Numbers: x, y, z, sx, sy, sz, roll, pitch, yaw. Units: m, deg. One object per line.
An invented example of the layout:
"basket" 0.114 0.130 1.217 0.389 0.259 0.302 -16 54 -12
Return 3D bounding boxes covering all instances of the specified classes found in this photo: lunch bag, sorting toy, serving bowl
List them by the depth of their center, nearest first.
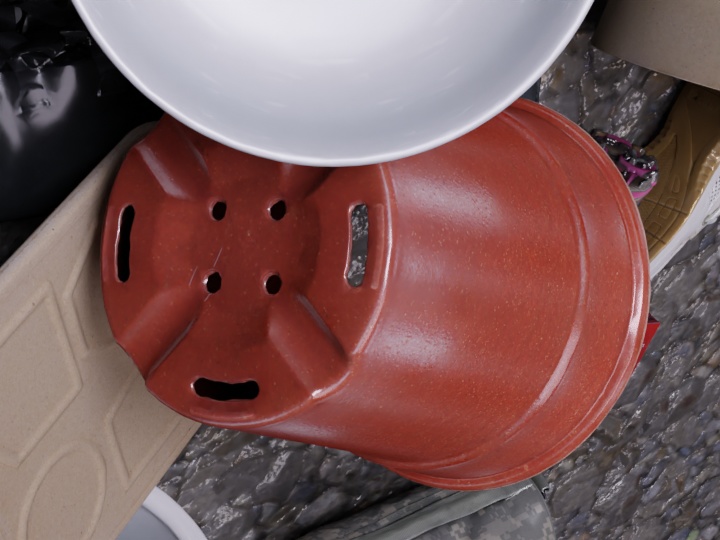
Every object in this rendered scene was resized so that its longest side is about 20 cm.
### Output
"serving bowl" -0.011 -0.141 0.554 0.200 0.066 0.200 -1 105 -6
"sorting toy" -0.133 0.054 0.718 0.200 0.036 0.185 -49 145 -37
"lunch bag" 0.035 0.223 1.054 0.200 0.139 0.168 -18 134 -28

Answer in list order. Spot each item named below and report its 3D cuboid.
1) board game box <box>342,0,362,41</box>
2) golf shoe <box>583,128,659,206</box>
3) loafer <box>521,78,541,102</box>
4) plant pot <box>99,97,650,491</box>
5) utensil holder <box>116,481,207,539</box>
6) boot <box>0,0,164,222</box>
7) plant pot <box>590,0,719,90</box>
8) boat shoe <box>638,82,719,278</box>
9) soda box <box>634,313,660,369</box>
"board game box" 0.036 -0.178 0.659 0.151 0.046 0.200 -8 117 -60
"golf shoe" 0.125 -0.009 0.920 0.200 0.073 0.092 -46 158 -58
"loafer" 0.074 -0.087 0.873 0.068 0.070 0.201 -13 131 -31
"plant pot" 0.000 0.000 0.704 0.201 0.201 0.195 -56 150 15
"utensil holder" -0.172 0.215 0.821 0.170 0.170 0.200 -16 154 -29
"boot" -0.173 -0.034 0.725 0.162 0.073 0.198 -17 135 -35
"plant pot" 0.245 -0.196 0.855 0.187 0.187 0.200 3 109 -40
"boat shoe" 0.215 -0.055 1.014 0.069 0.071 0.200 28 103 -47
"soda box" 0.097 0.044 1.009 0.200 0.063 0.070 0 124 -40
